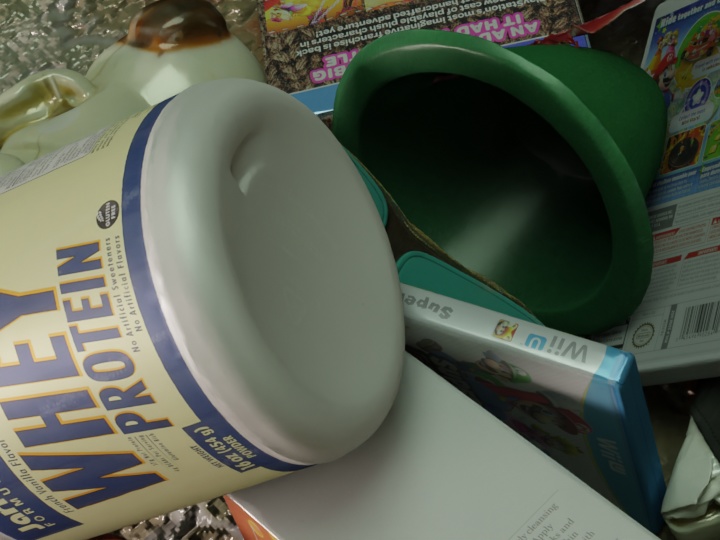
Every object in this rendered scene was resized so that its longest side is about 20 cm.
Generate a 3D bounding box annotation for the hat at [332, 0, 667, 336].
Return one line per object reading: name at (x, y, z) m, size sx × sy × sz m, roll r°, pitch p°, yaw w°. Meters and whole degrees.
hat at (0.112, -0.085, 0.845) m, size 0.199 × 0.166 × 0.176 m, roll 6°, pitch 41°, yaw 44°

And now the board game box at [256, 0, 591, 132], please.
board game box at (0.031, -0.131, 0.951) m, size 0.158 × 0.097 × 0.201 m, roll -12°, pitch 50°, yaw 4°

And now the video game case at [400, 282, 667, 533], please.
video game case at (0.032, 0.048, 0.779) m, size 0.199 × 0.143 × 0.018 m, roll 17°, pitch 64°, yaw 25°

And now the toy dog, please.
toy dog at (-0.121, -0.049, 0.886) m, size 0.193 × 0.140 × 0.200 m, roll -17°, pitch 28°, yaw 43°

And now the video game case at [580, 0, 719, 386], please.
video game case at (0.158, -0.046, 0.810) m, size 0.018 × 0.143 × 0.202 m, roll 23°, pitch 73°, yaw -22°

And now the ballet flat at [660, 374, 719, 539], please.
ballet flat at (0.165, 0.110, 0.751) m, size 0.068 × 0.068 × 0.201 m, roll -24°, pitch 50°, yaw 10°

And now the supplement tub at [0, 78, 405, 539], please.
supplement tub at (-0.098, 0.025, 0.695) m, size 0.199 × 0.145 × 0.146 m, roll -21°, pitch 46°, yaw 28°

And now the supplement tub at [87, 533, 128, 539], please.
supplement tub at (-0.091, 0.176, 0.731) m, size 0.199 × 0.107 × 0.107 m, roll 30°, pitch 64°, yaw 33°

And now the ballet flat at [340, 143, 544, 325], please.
ballet flat at (0.000, 0.000, 0.821) m, size 0.200 × 0.071 × 0.071 m, roll 38°, pitch 61°, yaw -10°

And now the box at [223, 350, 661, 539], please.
box at (0.056, 0.141, 0.712) m, size 0.097 × 0.125 × 0.200 m, roll -41°, pitch 54°, yaw -18°
